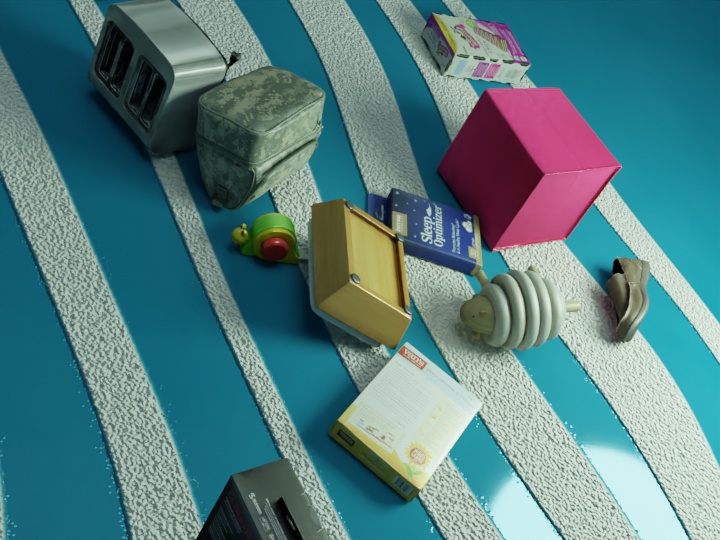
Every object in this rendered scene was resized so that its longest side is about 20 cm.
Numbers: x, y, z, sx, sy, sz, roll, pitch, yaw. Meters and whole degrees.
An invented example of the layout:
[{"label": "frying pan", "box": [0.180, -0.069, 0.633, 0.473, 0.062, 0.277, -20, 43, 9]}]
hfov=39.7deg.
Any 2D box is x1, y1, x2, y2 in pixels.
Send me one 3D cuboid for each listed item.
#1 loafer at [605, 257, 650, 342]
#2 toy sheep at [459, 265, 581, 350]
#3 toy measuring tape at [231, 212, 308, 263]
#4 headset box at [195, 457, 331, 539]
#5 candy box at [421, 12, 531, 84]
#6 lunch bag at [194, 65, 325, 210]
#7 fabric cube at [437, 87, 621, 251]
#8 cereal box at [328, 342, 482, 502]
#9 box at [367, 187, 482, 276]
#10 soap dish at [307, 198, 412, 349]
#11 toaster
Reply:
[{"label": "loafer", "box": [0.455, 0.047, 1.726, 0.070, 0.074, 0.201, 20, 37, 4]}, {"label": "toy sheep", "box": [0.249, 0.059, 1.547, 0.198, 0.139, 0.139, -8, 52, -12]}, {"label": "toy measuring tape", "box": [-0.095, -0.046, 1.493, 0.198, 0.074, 0.074, 7, 47, -23]}, {"label": "headset box", "box": [-0.100, 0.308, 1.057, 0.074, 0.201, 0.149, -10, 56, -36]}, {"label": "candy box", "box": [0.242, -0.464, 2.089, 0.198, 0.061, 0.137, -1, 51, -30]}, {"label": "lunch bag", "box": [-0.154, -0.199, 1.535, 0.139, 0.169, 0.200, 30, 42, 18]}, {"label": "fabric cube", "box": [0.292, -0.180, 1.746, 0.198, 0.197, 0.200, -9, 54, -36]}, {"label": "cereal box", "box": [0.066, 0.203, 1.371, 0.144, 0.040, 0.200, 39, 42, 9]}, {"label": "box", "box": [0.107, -0.070, 1.660, 0.198, 0.033, 0.122, 16, 44, -14]}, {"label": "soap dish", "box": [0.000, 0.000, 1.462, 0.157, 0.081, 0.201, 32, 37, -33]}, {"label": "toaster", "box": [-0.306, -0.304, 1.524, 0.181, 0.201, 0.118, 47, 40, 17]}]
